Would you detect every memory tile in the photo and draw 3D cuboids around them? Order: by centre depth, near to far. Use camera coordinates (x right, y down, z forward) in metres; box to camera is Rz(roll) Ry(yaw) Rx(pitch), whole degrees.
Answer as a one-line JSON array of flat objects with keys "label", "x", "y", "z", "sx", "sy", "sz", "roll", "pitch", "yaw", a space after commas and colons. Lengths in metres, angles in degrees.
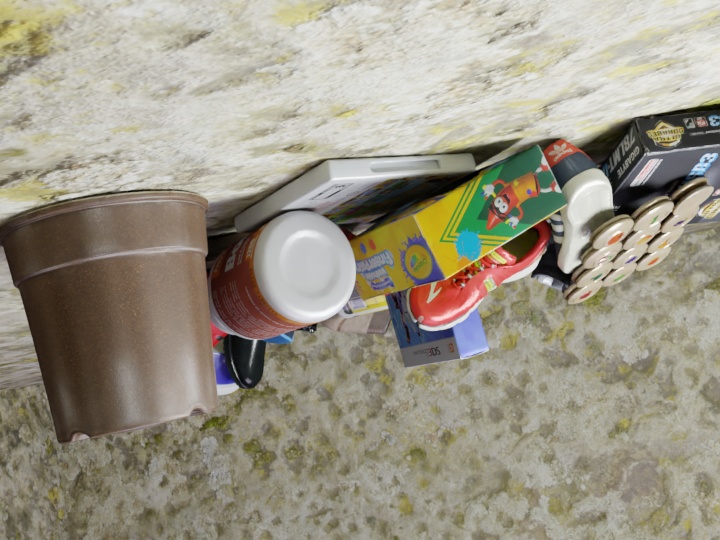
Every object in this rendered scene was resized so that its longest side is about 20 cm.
[{"label": "memory tile", "x": 0.315, "y": -0.028, "z": 1.008, "sx": 0.152, "sy": 0.017, "sz": 0.201, "roll": -25, "pitch": 156, "yaw": -10}]

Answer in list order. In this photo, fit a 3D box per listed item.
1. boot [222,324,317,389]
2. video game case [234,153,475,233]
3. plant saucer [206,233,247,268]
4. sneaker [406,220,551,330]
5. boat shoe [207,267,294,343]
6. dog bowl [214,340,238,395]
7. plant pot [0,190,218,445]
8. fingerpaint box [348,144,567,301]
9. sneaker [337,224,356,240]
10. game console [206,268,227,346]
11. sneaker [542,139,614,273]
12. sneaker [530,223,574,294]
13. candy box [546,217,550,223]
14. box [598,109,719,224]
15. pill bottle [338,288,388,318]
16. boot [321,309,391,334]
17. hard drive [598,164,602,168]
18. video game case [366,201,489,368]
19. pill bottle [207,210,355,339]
[{"label": "boot", "x": -0.139, "y": 0.086, "z": 1.393, "sx": 0.161, "sy": 0.201, "sz": 0.073, "roll": -7, "pitch": 179, "yaw": 30}, {"label": "video game case", "x": -0.010, "y": -0.079, "z": 0.910, "sx": 0.180, "sy": 0.023, "sz": 0.199, "roll": -8, "pitch": 172, "yaw": -35}, {"label": "plant saucer", "x": -0.153, "y": -0.021, "z": 1.131, "sx": 0.197, "sy": 0.030, "sz": 0.200, "roll": -13, "pitch": 174, "yaw": -1}, {"label": "sneaker", "x": 0.135, "y": -0.008, "z": 1.001, "sx": 0.199, "sy": 0.077, "sz": 0.085, "roll": -34, "pitch": 167, "yaw": -19}, {"label": "boat shoe", "x": -0.152, "y": 0.036, "z": 1.167, "sx": 0.083, "sy": 0.070, "sz": 0.200, "roll": 1, "pitch": 156, "yaw": 21}, {"label": "dog bowl", "x": -0.283, "y": 0.126, "z": 1.494, "sx": 0.198, "sy": 0.080, "sz": 0.200, "roll": 23, "pitch": -165, "yaw": -6}, {"label": "plant pot", "x": -0.223, "y": 0.049, "z": 0.821, "sx": 0.197, "sy": 0.201, "sz": 0.200, "roll": -11, "pitch": 175, "yaw": -1}, {"label": "fingerpaint box", "x": 0.088, "y": -0.047, "z": 0.925, "sx": 0.166, "sy": 0.074, "sz": 0.200, "roll": -30, "pitch": -176, "yaw": -23}, {"label": "sneaker", "x": 0.000, "y": 0.000, "z": 1.148, "sx": 0.079, "sy": 0.115, "sz": 0.200, "roll": -57, "pitch": 170, "yaw": 3}, {"label": "game console", "x": -0.260, "y": 0.025, "z": 1.054, "sx": 0.172, "sy": 0.119, "sz": 0.200, "roll": -42, "pitch": 141, "yaw": 8}, {"label": "sneaker", "x": 0.235, "y": -0.072, "z": 0.970, "sx": 0.074, "sy": 0.085, "sz": 0.201, "roll": -27, "pitch": 150, "yaw": -3}, {"label": "sneaker", "x": 0.266, "y": -0.038, "z": 1.165, "sx": 0.075, "sy": 0.115, "sz": 0.200, "roll": 24, "pitch": -164, "yaw": -11}, {"label": "candy box", "x": 0.163, "y": -0.072, "z": 1.135, "sx": 0.135, "sy": 0.062, "sz": 0.200, "roll": -8, "pitch": 173, "yaw": -26}, {"label": "box", "x": 0.365, "y": -0.109, "z": 0.984, "sx": 0.196, "sy": 0.050, "sz": 0.200, "roll": -8, "pitch": 158, "yaw": -10}, {"label": "pill bottle", "x": 0.054, "y": -0.004, "z": 1.302, "sx": 0.197, "sy": 0.116, "sz": 0.114, "roll": -13, "pitch": 174, "yaw": 13}, {"label": "boot", "x": 0.001, "y": 0.010, "z": 1.418, "sx": 0.145, "sy": 0.202, "sz": 0.070, "roll": 21, "pitch": 155, "yaw": 10}, {"label": "hard drive", "x": 0.412, "y": -0.145, "z": 1.089, "sx": 0.197, "sy": 0.033, "sz": 0.139, "roll": -10, "pitch": 174, "yaw": -15}, {"label": "video game case", "x": 0.079, "y": 0.019, "z": 1.126, "sx": 0.045, "sy": 0.203, "sz": 0.181, "roll": -15, "pitch": 176, "yaw": -21}, {"label": "pill bottle", "x": -0.097, "y": 0.013, "z": 0.936, "sx": 0.111, "sy": 0.114, "sz": 0.199, "roll": -8, "pitch": 173, "yaw": -32}]
